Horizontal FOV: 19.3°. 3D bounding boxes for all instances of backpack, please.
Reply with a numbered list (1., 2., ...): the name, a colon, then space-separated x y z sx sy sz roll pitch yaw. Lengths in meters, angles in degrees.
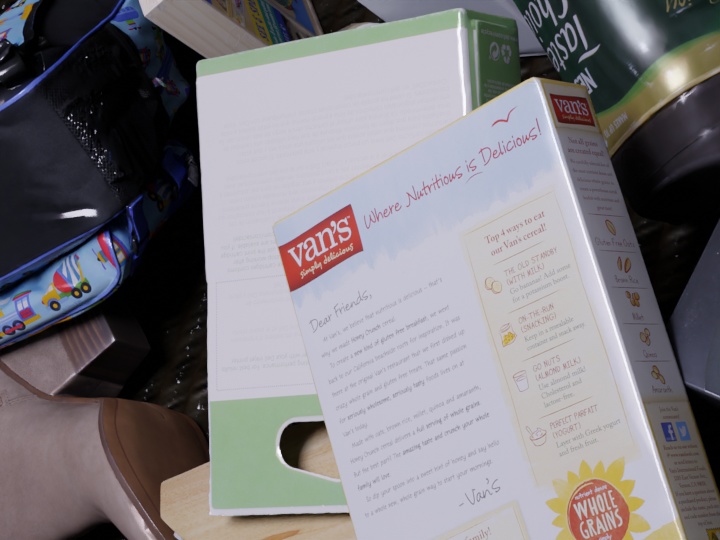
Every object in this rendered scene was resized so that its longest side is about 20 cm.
1. backpack: -0.169 -0.067 1.102 0.182 0.135 0.200 -26 20 27

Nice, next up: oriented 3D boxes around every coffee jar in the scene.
1. coffee jar: 0.107 -0.120 0.852 0.085 0.104 0.200 -27 80 -16

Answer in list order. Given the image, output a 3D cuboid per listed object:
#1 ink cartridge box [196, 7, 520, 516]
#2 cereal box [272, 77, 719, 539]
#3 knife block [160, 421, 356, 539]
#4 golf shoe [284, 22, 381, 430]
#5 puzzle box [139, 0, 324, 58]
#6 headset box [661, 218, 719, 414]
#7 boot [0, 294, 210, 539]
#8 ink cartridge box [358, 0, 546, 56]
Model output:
1. ink cartridge box: 0.000 0.000 0.888 0.145 0.048 0.200 -6 85 36
2. cereal box: 0.050 0.047 0.791 0.144 0.039 0.200 -27 71 37
3. knife block: 0.025 0.081 0.901 0.200 0.064 0.176 31 89 47
4. golf shoe: 0.009 -0.020 0.965 0.092 0.073 0.200 -4 70 38
5. puzzle box: -0.078 -0.171 1.077 0.025 0.133 0.200 -38 48 21
6. headset box: 0.222 0.000 0.745 0.174 0.093 0.200 22 84 46
7. boot: -0.149 0.110 1.044 0.146 0.070 0.200 -45 42 21
8. ink cartridge box: 0.048 -0.219 0.979 0.083 0.145 0.200 2 70 43
